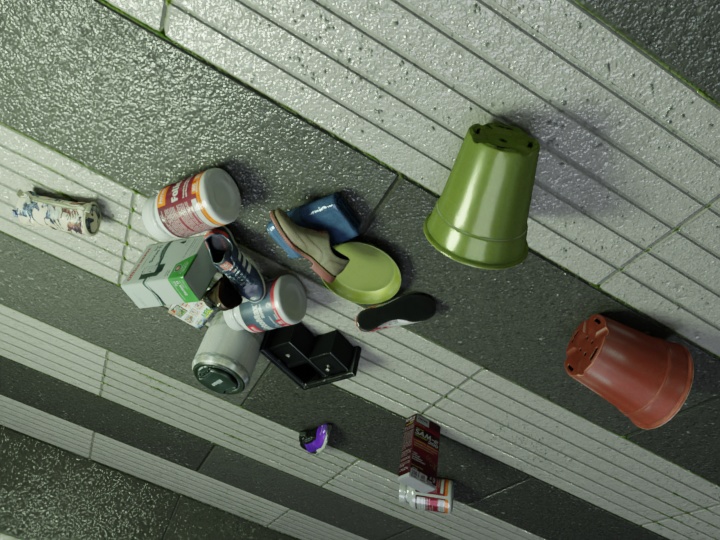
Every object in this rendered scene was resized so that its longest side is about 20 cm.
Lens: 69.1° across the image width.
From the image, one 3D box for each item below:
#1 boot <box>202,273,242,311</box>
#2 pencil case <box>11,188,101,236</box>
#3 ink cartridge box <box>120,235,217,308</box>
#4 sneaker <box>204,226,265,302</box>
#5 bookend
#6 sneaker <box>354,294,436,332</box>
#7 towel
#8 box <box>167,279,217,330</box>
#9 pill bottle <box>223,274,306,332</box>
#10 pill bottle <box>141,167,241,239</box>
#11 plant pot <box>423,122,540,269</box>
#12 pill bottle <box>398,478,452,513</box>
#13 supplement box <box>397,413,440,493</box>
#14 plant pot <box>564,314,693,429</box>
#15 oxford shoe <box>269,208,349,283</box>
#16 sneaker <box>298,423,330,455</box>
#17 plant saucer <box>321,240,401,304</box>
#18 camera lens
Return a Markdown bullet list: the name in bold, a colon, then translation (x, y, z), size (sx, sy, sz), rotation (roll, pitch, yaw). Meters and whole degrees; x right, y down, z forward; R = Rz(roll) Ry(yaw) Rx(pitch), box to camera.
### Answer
- **boot**: translation (-0.334, 0.071, 1.239), size (0.096, 0.201, 0.075), rotation (-41, 106, 7)
- **pencil case**: translation (-0.714, -0.136, 1.240), size (0.194, 0.080, 0.090), rotation (10, 153, 7)
- **ink cartridge box**: translation (-0.452, 0.004, 1.258), size (0.194, 0.149, 0.084), rotation (-8, 132, 22)
- **sneaker**: translation (-0.291, -0.008, 1.190), size (0.074, 0.085, 0.202), rotation (-34, 98, 8)
- **bookend**: translation (-0.134, 0.217, 1.426), size (0.196, 0.094, 0.199), rotation (-20, 127, 31)
- **sneaker**: translation (0.080, 0.105, 1.274), size (0.195, 0.069, 0.108), rotation (-13, 174, -6)
- **towel**: translation (-0.101, -0.095, 1.123), size (0.196, 0.049, 0.112), rotation (-16, 129, 31)
- **box**: translation (-0.442, 0.082, 1.420), size (0.109, 0.035, 0.199), rotation (32, 135, -17)
- **pill bottle**: translation (-0.242, 0.089, 1.306), size (0.195, 0.122, 0.120), rotation (-15, 130, 29)
- **pill bottle**: translation (-0.361, -0.135, 1.110), size (0.195, 0.116, 0.115), rotation (-13, 131, 27)
- **plant pot**: translation (0.221, -0.141, 0.900), size (0.194, 0.202, 0.194), rotation (11, 125, 4)
- **pill bottle**: translation (0.245, 0.825, 1.937), size (0.194, 0.115, 0.115), rotation (2, 137, 15)
- **supplement box**: translation (0.184, 0.563, 1.613), size (0.107, 0.203, 0.061), rotation (31, 135, -19)
- **plant pot**: translation (0.572, 0.206, 1.147), size (0.191, 0.203, 0.203), rotation (27, 137, -1)
- **oxford shoe**: translation (-0.103, -0.066, 1.085), size (0.074, 0.071, 0.200), rotation (-40, 116, 13)
- **sneaker**: translation (-0.169, 0.592, 1.847), size (0.097, 0.071, 0.202), rotation (23, 137, -5)
- **plant saucer**: translation (0.000, 0.000, 1.206), size (0.194, 0.032, 0.203), rotation (8, 137, 7)
- **camera lens**: translation (-0.350, 0.215, 1.407), size (0.155, 0.203, 0.163), rotation (8, 138, 7)
